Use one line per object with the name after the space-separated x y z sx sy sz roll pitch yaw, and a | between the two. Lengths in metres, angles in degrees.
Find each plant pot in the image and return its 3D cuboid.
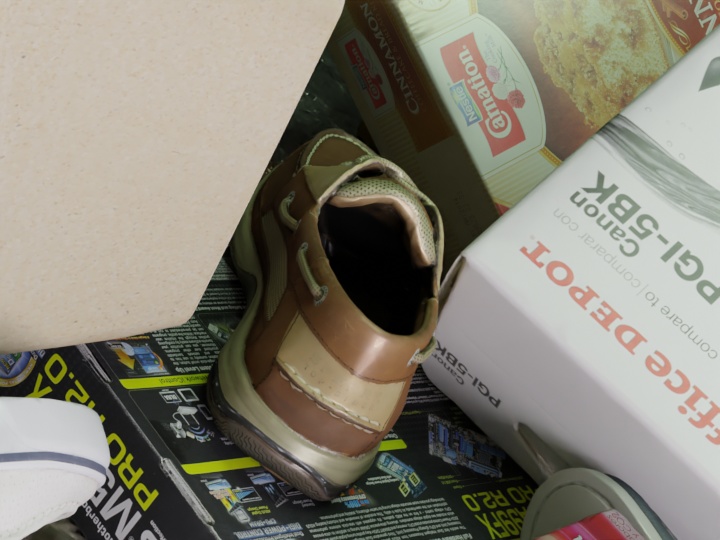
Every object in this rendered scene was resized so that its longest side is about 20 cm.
-0.119 -0.087 0.684 0.176 0.201 0.200 14 33 -25 | plant pot

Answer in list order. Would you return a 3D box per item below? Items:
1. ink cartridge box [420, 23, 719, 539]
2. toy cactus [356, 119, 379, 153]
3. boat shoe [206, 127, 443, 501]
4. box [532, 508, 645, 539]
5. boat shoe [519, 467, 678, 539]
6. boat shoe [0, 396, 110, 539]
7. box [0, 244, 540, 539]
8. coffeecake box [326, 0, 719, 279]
0.142 0.003 0.825 0.147 0.083 0.200 43 62 12 | ink cartridge box
0.041 -0.101 1.126 0.165 0.102 0.200 52 18 -17 | toy cactus
0.000 0.000 0.778 0.075 0.074 0.200 31 25 -15 | boat shoe
0.094 0.183 0.673 0.200 0.100 0.095 48 26 18 | box
0.117 0.159 0.758 0.062 0.073 0.201 -6 64 -50 | boat shoe
-0.134 0.078 0.592 0.200 0.071 0.070 -3 74 -61 | boat shoe
-0.026 0.061 0.782 0.200 0.044 0.160 -1 46 -55 | box
0.098 -0.103 1.025 0.199 0.073 0.154 -29 93 -28 | coffeecake box
